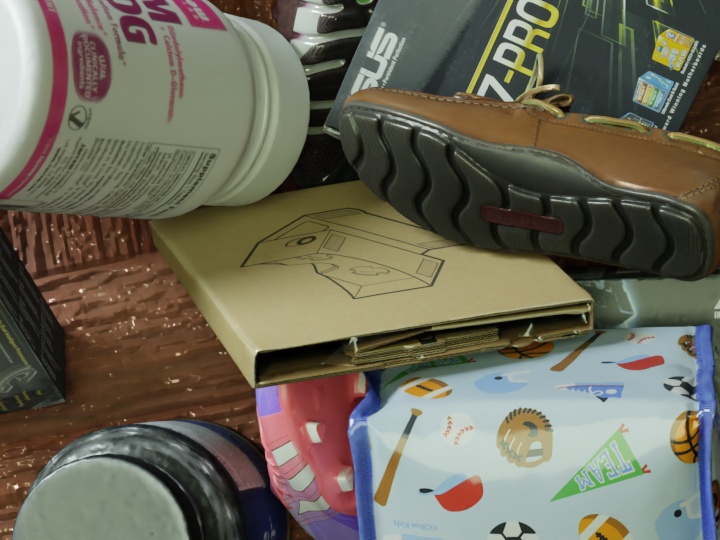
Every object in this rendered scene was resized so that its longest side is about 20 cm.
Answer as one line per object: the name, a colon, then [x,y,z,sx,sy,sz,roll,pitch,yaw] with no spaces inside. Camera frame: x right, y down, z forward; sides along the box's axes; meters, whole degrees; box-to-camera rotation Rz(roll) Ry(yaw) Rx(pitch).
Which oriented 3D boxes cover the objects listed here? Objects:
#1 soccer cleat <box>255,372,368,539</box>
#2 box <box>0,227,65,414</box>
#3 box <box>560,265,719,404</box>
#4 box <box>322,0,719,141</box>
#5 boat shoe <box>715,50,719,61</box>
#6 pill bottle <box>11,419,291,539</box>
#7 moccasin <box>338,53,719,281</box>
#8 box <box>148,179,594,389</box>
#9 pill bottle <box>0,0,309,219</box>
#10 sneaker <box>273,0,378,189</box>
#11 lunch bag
soccer cleat: [-0.022,0.092,1.274,0.076,0.200,0.067,2,65,22]
box: [-0.252,0.013,1.308,0.158,0.200,0.050,-11,55,9]
box: [0.134,0.080,1.291,0.200,0.086,0.164,-2,94,9]
box: [0.094,-0.126,1.262,0.161,0.049,0.200,25,111,1]
boat shoe: [0.181,-0.132,1.312,0.200,0.072,0.072,-38,88,16]
pill bottle: [-0.103,0.130,1.278,0.112,0.200,0.112,0,88,9]
moccasin: [0.085,-0.053,1.225,0.201,0.078,0.074,9,130,26]
box: [0.000,0.000,1.249,0.163,0.200,0.021,-9,112,-15]
pill bottle: [-0.123,-0.082,1.236,0.113,0.200,0.114,-2,87,38]
sneaker: [-0.018,-0.149,1.343,0.076,0.116,0.200,-5,122,-23]
lunch bag: [0.086,0.137,1.202,0.170,0.124,0.200,0,111,9]
